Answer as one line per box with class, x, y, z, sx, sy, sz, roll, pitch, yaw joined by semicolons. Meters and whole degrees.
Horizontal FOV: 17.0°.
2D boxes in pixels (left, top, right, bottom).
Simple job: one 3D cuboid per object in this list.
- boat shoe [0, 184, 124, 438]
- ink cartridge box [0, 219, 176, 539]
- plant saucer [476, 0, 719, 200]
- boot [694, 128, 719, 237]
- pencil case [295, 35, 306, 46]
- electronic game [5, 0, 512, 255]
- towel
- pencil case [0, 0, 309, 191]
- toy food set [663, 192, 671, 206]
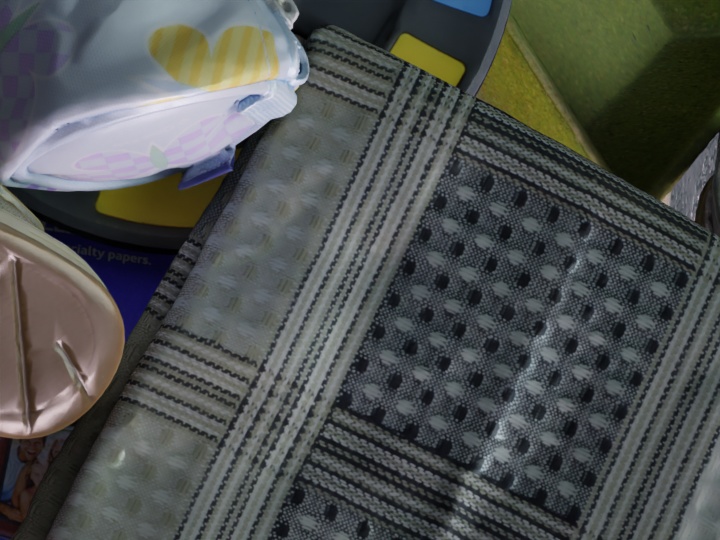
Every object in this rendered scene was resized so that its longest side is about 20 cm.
boat shoe;-0.150;-0.026;0.632;0.200;0.065;0.072;34;98;-31
ink cartridge box;-0.060;0.034;0.725;0.043;0.197;0.201;115;-17;-64
plant saucer;0.061;-0.127;0.863;0.200;0.048;0.200;57;35;-7
boot;0.143;0.020;0.827;0.200;0.072;0.183;102;-12;-83
pencil case;0.000;0.000;0.841;0.091;0.083;0.201;47;42;-44
electronic game;-0.051;-0.104;0.722;0.042;0.199;0.201;123;-19;-79
towel;0.023;0.054;0.675;0.201;0.192;0.035;-61;-176;-14
pencil case;-0.084;-0.121;0.660;0.083;0.090;0.201;2;67;-65
toy food set;0.094;0.015;0.902;0.200;0.060;0.144;-57;151;-61
